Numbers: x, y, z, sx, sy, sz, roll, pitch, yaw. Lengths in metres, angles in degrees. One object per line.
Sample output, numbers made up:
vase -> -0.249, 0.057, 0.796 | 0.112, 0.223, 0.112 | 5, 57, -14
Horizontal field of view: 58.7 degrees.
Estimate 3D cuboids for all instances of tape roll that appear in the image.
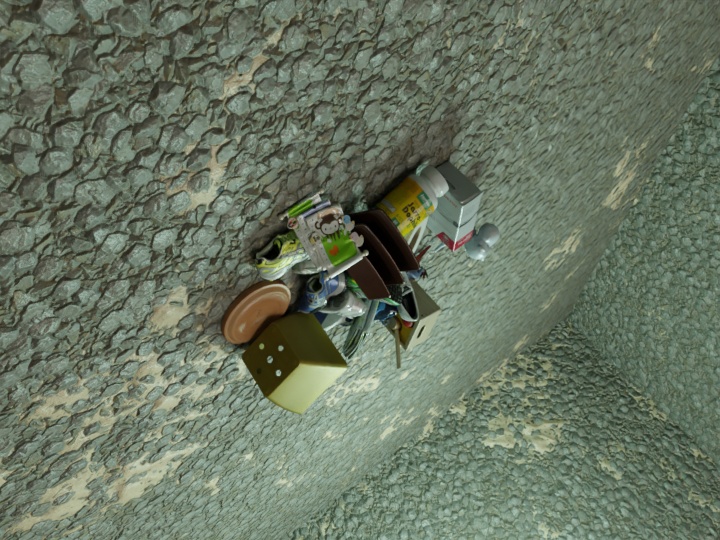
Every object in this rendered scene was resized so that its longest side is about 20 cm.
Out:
tape roll -> 0.132, -0.082, 1.790 | 0.205, 0.036, 0.204 | -60, 168, -21

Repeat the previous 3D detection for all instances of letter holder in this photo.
letter holder -> 0.039, -0.037, 1.558 | 0.201, 0.140, 0.102 | 53, 51, -28

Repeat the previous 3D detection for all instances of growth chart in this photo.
growth chart -> -0.077, -0.084, 1.451 | 0.144, 0.202, 0.018 | -39, -165, -15

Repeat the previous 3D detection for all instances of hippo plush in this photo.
hippo plush -> 0.332, -0.115, 1.953 | 0.200, 0.160, 0.160 | -46, 154, -5

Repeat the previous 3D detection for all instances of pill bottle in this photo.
pill bottle -> 0.129, -0.173, 1.649 | 0.199, 0.113, 0.113 | -41, 154, -5

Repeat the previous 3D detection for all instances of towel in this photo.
towel -> 0.010, 0.145, 1.890 | 0.172, 0.047, 0.203 | 119, -8, -48

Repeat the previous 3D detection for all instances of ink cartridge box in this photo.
ink cartridge box -> 0.250, -0.178, 1.778 | 0.082, 0.146, 0.202 | -31, 151, -21

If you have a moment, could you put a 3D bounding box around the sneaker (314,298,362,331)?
sneaker -> -0.064, 0.133, 1.850 | 0.198, 0.080, 0.116 | -34, 150, -23

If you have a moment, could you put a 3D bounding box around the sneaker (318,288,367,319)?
sneaker -> -0.050, 0.093, 1.699 | 0.098, 0.199, 0.079 | 28, 83, -26

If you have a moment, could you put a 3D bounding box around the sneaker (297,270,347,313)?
sneaker -> -0.114, 0.048, 1.647 | 0.076, 0.077, 0.199 | 12, 145, -33

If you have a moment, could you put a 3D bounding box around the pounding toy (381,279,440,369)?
pounding toy -> 0.145, 0.171, 2.084 | 0.140, 0.185, 0.203 | -21, 146, -37

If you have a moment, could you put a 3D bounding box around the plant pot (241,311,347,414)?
plant pot -> -0.188, 0.234, 1.661 | 0.200, 0.201, 0.176 | -44, 156, 12

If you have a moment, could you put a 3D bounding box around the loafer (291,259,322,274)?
loafer -> -0.092, -0.036, 1.576 | 0.198, 0.069, 0.072 | -11, 104, -54

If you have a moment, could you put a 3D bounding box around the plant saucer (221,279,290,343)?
plant saucer -> -0.255, 0.109, 1.598 | 0.198, 0.032, 0.202 | -34, 151, -21

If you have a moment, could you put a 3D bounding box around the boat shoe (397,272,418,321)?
boat shoe -> 0.127, 0.055, 1.897 | 0.073, 0.204, 0.065 | -29, -167, -17

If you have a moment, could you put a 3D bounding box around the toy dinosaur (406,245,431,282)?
toy dinosaur -> 0.119, 0.008, 1.982 | 0.179, 0.103, 0.206 | 7, 91, -47

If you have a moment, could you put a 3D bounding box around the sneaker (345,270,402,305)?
sneaker -> 0.028, 0.040, 1.702 | 0.197, 0.080, 0.085 | 27, 141, -22

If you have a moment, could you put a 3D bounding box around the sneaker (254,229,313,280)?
sneaker -> -0.154, -0.056, 1.458 | 0.199, 0.075, 0.077 | -41, 154, -11

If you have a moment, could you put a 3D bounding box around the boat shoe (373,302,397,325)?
boat shoe -> 0.069, 0.131, 1.963 | 0.200, 0.067, 0.086 | -175, -75, -85
